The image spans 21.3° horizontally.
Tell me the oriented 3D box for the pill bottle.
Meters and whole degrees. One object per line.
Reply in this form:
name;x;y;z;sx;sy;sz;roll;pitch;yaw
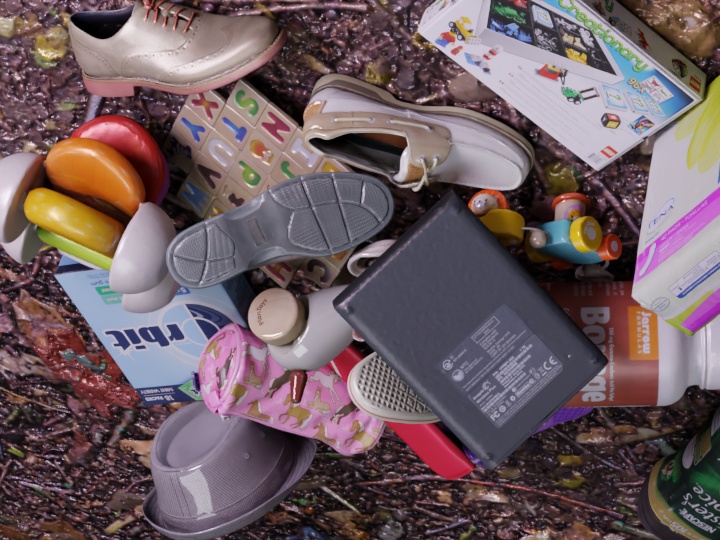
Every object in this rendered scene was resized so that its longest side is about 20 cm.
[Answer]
pill bottle;0.227;0.065;1.698;0.199;0.113;0.113;-2;137;5

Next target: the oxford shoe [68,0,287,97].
oxford shoe;-0.158;-0.193;1.596;0.199;0.071;0.075;-6;129;24

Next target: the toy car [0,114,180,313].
toy car;-0.231;-0.062;1.701;0.174;0.151;0.200;23;169;5

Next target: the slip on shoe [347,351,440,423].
slip on shoe;0.053;0.105;1.688;0.061;0.074;0.200;-35;162;32

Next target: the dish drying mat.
dish drying mat;0.025;0.124;1.810;0.200;0.018;0.077;46;160;-2

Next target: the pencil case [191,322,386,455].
pencil case;-0.063;0.118;1.848;0.199;0.083;0.087;20;117;-35

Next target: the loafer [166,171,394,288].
loafer;-0.068;-0.039;1.632;0.199;0.063;0.072;-17;94;2

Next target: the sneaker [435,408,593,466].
sneaker;0.137;0.147;1.848;0.199;0.089;0.081;-14;129;30

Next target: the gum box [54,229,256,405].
gum box;-0.179;0.048;1.885;0.169;0.045;0.200;-8;133;25

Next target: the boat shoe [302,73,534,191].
boat shoe;0.047;-0.101;1.622;0.199;0.069;0.075;16;139;3

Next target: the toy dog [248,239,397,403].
toy dog;-0.005;0.056;1.687;0.199;0.097;0.132;-23;156;33

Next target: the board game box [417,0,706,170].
board game box;0.161;-0.173;1.528;0.200;0.035;0.126;36;137;-19

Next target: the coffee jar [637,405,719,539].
coffee jar;0.350;0.195;1.826;0.104;0.086;0.200;25;139;-8

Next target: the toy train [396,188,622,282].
toy train;0.130;-0.033;1.685;0.199;0.056;0.150;4;165;0

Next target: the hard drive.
hard drive;0.093;0.051;1.611;0.139;0.033;0.200;-43;104;5

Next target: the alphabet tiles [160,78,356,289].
alphabet tiles;-0.086;-0.074;1.692;0.200;0.006;0.167;40;135;5

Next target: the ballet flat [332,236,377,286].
ballet flat;0.000;0.000;1.758;0.069;0.070;0.200;-20;126;36

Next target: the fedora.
fedora;-0.143;0.183;1.927;0.176;0.200;0.091;-1;120;36

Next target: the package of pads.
package of pads;0.284;-0.064;1.478;0.068;0.201;0.155;29;138;-15
